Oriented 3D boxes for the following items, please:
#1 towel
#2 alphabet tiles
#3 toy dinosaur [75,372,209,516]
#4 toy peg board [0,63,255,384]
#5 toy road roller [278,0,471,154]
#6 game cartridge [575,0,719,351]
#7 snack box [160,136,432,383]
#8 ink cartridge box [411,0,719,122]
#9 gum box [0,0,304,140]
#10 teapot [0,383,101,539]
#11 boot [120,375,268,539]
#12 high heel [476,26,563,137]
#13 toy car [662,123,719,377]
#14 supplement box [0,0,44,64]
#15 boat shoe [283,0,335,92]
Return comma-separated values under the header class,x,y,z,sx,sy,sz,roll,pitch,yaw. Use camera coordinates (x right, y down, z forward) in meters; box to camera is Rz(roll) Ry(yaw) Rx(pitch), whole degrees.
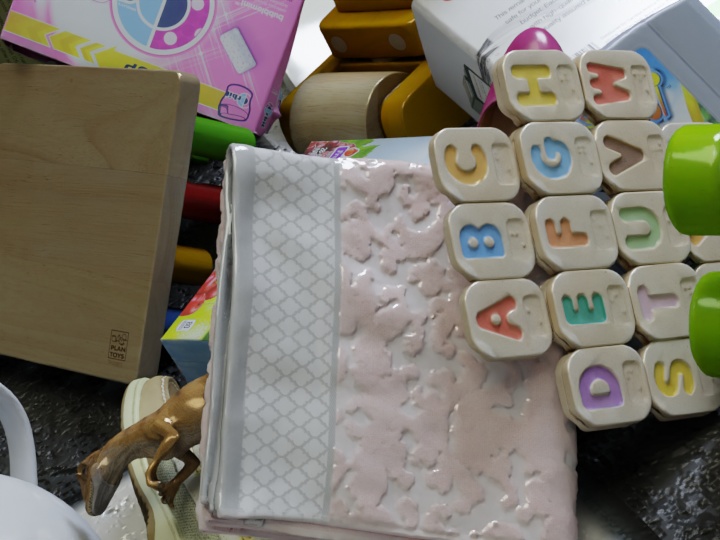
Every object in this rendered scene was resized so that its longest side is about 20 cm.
class,x,y,z,sx,sy,sz,roll,pitch,yaw
towel,0.018,0.039,0.842,0.190,0.032,0.201,7,72,-15
alphabet tiles,0.129,-0.020,0.877,0.195,0.201,0.015,-3,-15,-30
toy dinosaur,-0.063,0.066,0.886,0.199,0.061,0.106,-29,36,-7
toy peg board,-0.167,-0.032,1.161,0.199,0.098,0.200,8,90,43
toy road roller,0.020,-0.176,1.209,0.123,0.146,0.200,5,44,44
game cartridge,0.158,-0.055,0.945,0.200,0.133,0.040,-48,1,-18
snack box,0.000,0.000,1.052,0.168,0.068,0.200,1,42,37
ink cartridge box,0.149,-0.136,1.077,0.145,0.084,0.200,-34,49,-11
gum box,-0.138,-0.177,1.196,0.066,0.199,0.114,176,114,-85
teapot,-0.228,0.171,0.900,0.197,0.146,0.200,-36,32,-15
boot,-0.046,0.104,0.935,0.154,0.072,0.200,-27,37,0
high heel,0.072,-0.051,0.959,0.067,0.096,0.201,-6,74,41
toy car,0.267,-0.042,0.862,0.164,0.158,0.200,1,29,30
supplement box,-0.201,-0.192,1.343,0.199,0.200,0.135,-19,32,13
boat shoe,-0.049,-0.188,1.350,0.072,0.069,0.200,-15,55,-16
